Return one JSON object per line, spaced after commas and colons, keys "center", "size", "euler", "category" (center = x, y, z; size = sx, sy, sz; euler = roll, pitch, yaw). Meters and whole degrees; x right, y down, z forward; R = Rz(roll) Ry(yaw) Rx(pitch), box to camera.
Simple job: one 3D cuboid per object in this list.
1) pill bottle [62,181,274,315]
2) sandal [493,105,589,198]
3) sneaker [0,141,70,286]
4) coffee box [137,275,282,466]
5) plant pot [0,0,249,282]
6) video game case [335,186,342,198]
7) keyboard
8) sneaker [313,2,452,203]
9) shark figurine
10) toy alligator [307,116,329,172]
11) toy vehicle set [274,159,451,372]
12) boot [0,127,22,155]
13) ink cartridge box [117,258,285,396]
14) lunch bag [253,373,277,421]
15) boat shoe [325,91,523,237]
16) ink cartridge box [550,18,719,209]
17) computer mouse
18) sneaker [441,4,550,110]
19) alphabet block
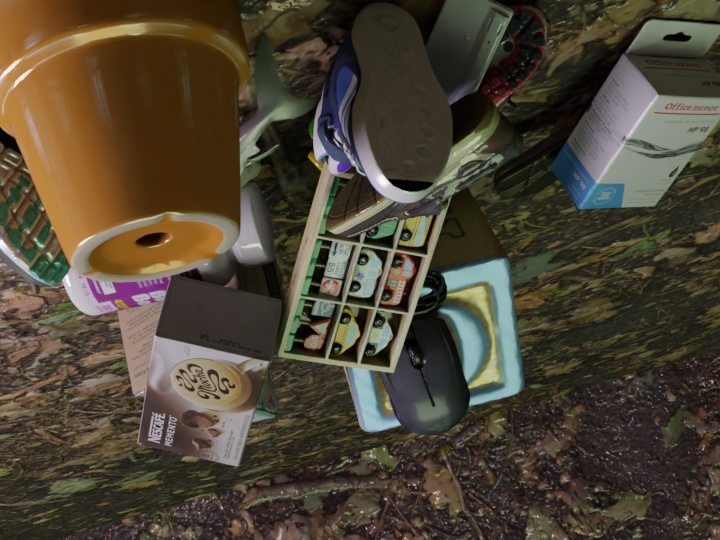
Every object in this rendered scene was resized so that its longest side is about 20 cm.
{"center": [-0.191, -0.027, 1.143], "size": [0.199, 0.113, 0.112], "euler": [-12, 163, 8], "category": "pill bottle"}
{"center": [0.234, -0.144, 1.259], "size": [0.200, 0.055, 0.082], "euler": [-27, 147, 10], "category": "sandal"}
{"center": [-0.310, -0.066, 0.909], "size": [0.091, 0.200, 0.078], "euler": [-15, -149, 41], "category": "sneaker"}
{"center": [-0.154, 0.105, 1.148], "size": [0.113, 0.080, 0.200], "euler": [14, 139, -7], "category": "coffee box"}
{"center": [-0.168, -0.098, 0.849], "size": [0.199, 0.184, 0.200], "euler": [-14, 162, -5], "category": "plant pot"}
{"center": [0.047, -0.099, 1.178], "size": [0.182, 0.023, 0.200], "euler": [-28, 172, -3], "category": "video game case"}
{"center": [0.066, -0.147, 0.987], "size": [0.011, 0.056, 0.200], "euler": [-43, 161, -57], "category": "keyboard"}
{"center": [0.011, -0.105, 0.944], "size": [0.080, 0.201, 0.147], "euler": [4, 145, -18], "category": "sneaker"}
{"center": [-0.126, -0.118, 1.018], "size": [0.128, 0.090, 0.214], "euler": [-45, -178, -22], "category": "shark figurine"}
{"center": [-0.019, -0.121, 1.135], "size": [0.059, 0.054, 0.200], "euler": [-43, 168, 2], "category": "toy alligator"}
{"center": [0.000, 0.000, 1.100], "size": [0.124, 0.027, 0.201], "euler": [8, 114, -19], "category": "toy vehicle set"}
{"center": [-0.303, -0.066, 1.021], "size": [0.130, 0.068, 0.200], "euler": [7, 150, -46], "category": "boot"}
{"center": [-0.180, 0.031, 1.265], "size": [0.200, 0.165, 0.075], "euler": [-27, 159, 35], "category": "ink cartridge box"}
{"center": [-0.169, 0.100, 1.426], "size": [0.077, 0.201, 0.160], "euler": [-15, 164, 6], "category": "lunch bag"}
{"center": [0.052, -0.075, 0.978], "size": [0.066, 0.072, 0.201], "euler": [37, 131, -25], "category": "boat shoe"}
{"center": [0.297, -0.156, 1.171], "size": [0.115, 0.067, 0.200], "euler": [-4, 141, -31], "category": "ink cartridge box"}
{"center": [0.058, 0.108, 1.202], "size": [0.138, 0.053, 0.200], "euler": [-25, 122, 2], "category": "computer mouse"}
{"center": [0.097, -0.154, 1.023], "size": [0.200, 0.081, 0.075], "euler": [-42, -179, 27], "category": "sneaker"}
{"center": [0.061, 0.035, 1.309], "size": [0.196, 0.200, 0.196], "euler": [-13, 122, -4], "category": "alphabet block"}
